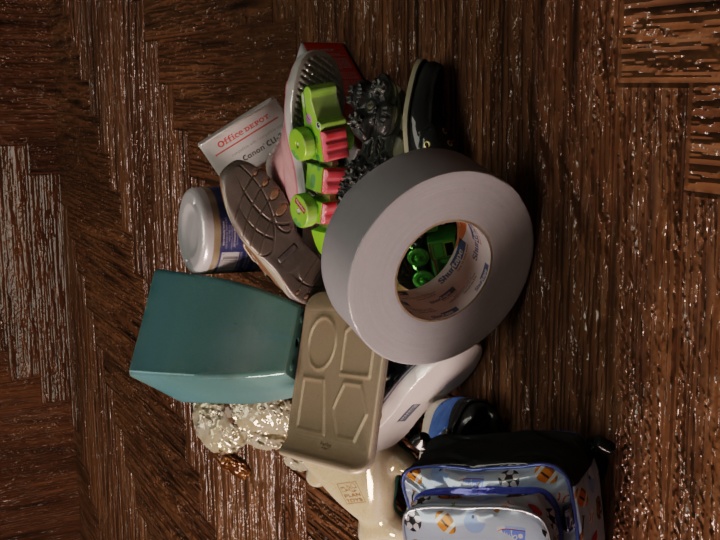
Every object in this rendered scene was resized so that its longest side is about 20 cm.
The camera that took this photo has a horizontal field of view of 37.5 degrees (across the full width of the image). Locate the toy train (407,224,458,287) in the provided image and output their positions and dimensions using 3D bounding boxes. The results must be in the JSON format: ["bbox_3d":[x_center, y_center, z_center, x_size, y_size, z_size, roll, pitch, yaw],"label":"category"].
[{"bbox_3d":[0.077,-0.017,1.087,0.042,0.056,0.200,-89,-14,-54],"label":"toy train"}]

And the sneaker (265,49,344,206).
[{"bbox_3d":[-0.073,-0.161,1.252,0.105,0.075,0.201,25,122,53],"label":"sneaker"}]

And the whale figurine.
[{"bbox_3d":[0.007,0.238,1.306,0.159,0.104,0.200,-16,103,31],"label":"whale figurine"}]

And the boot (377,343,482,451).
[{"bbox_3d":[0.048,0.110,1.173,0.200,0.073,0.090,-48,51,31],"label":"boot"}]

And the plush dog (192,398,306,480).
[{"bbox_3d":[-0.157,0.195,1.475,0.171,0.160,0.200,-23,70,19],"label":"plush dog"}]

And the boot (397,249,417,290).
[{"bbox_3d":[0.000,0.000,1.267,0.200,0.066,0.176,-48,46,52],"label":"boot"}]

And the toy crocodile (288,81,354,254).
[{"bbox_3d":[-0.037,-0.109,1.189,0.062,0.067,0.201,21,116,53],"label":"toy crocodile"}]

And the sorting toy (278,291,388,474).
[{"bbox_3d":[-0.020,0.122,1.198,0.185,0.036,0.201,-2,74,57],"label":"sorting toy"}]

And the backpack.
[{"bbox_3d":[0.134,0.252,0.959,0.200,0.154,0.191,-5,110,33],"label":"backpack"}]

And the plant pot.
[{"bbox_3d":[-0.157,0.093,1.342,0.199,0.141,0.142,4,71,22],"label":"plant pot"}]

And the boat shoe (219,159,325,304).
[{"bbox_3d":[-0.115,-0.044,1.278,0.072,0.076,0.200,17,139,58],"label":"boat shoe"}]

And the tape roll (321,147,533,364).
[{"bbox_3d":[0.065,-0.012,1.011,0.066,0.200,0.201,43,132,53],"label":"tape roll"}]

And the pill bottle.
[{"bbox_3d":[-0.126,-0.054,1.375,0.111,0.200,0.111,10,102,62],"label":"pill bottle"}]

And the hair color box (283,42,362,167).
[{"bbox_3d":[-0.027,-0.182,1.311,0.200,0.061,0.102,65,147,34],"label":"hair color box"}]

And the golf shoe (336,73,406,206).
[{"bbox_3d":[0.030,-0.111,1.167,0.078,0.094,0.201,5,85,36],"label":"golf shoe"}]

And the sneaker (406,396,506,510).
[{"bbox_3d":[0.104,0.229,1.091,0.111,0.077,0.201,155,126,-66],"label":"sneaker"}]

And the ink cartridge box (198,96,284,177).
[{"bbox_3d":[-0.144,-0.171,1.394,0.068,0.116,0.200,57,-178,-9],"label":"ink cartridge box"}]

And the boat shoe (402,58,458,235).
[{"bbox_3d":[0.076,-0.123,1.124,0.063,0.074,0.202,3,89,21],"label":"boat shoe"}]
